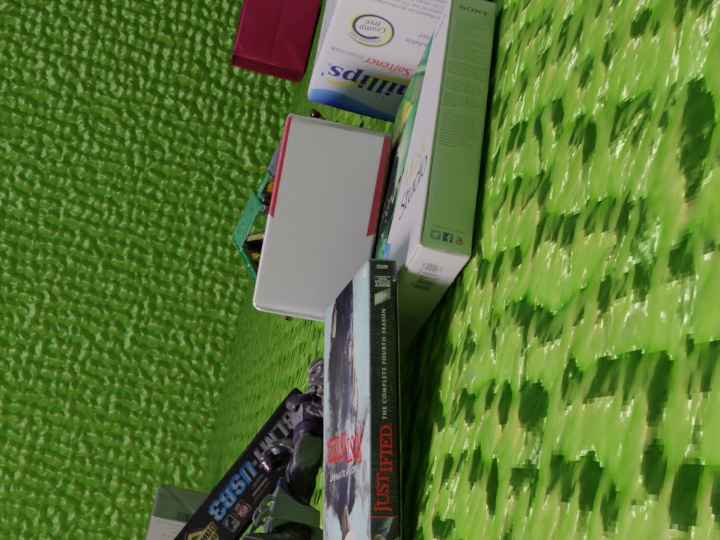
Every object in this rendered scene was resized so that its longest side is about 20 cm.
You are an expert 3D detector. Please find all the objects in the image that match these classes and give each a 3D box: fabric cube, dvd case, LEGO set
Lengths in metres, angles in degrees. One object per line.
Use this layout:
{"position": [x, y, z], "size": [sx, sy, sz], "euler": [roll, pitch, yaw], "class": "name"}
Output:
{"position": [-0.227, -0.626, 2.867], "size": [0.196, 0.199, 0.200], "euler": [-161, 84, -80], "class": "fabric cube"}
{"position": [-0.001, 0.107, 0.683], "size": [0.146, 0.022, 0.201], "euler": [132, 139, -72], "class": "dvd case"}
{"position": [-0.034, -0.050, 1.084], "size": [0.154, 0.115, 0.201], "euler": [44, 115, 53], "class": "LEGO set"}

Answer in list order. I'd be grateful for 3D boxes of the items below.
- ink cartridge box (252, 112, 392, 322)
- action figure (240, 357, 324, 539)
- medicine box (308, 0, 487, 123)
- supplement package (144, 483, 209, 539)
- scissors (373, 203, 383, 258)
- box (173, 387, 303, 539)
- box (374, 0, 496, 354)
{"position": [-0.032, -0.033, 0.880], "size": [0.200, 0.083, 0.146], "euler": [149, 130, -87], "class": "ink cartridge box"}
{"position": [-0.045, 0.147, 0.878], "size": [0.130, 0.069, 0.201], "euler": [106, 176, -48], "class": "action figure"}
{"position": [0.039, -0.246, 0.839], "size": [0.200, 0.102, 0.183], "euler": [116, 165, -56], "class": "medicine box"}
{"position": [-0.364, 0.542, 2.129], "size": [0.120, 0.121, 0.201], "euler": [-100, 25, -69], "class": "supplement package"}
{"position": [0.000, 0.000, 0.991], "size": [0.200, 0.014, 0.073], "euler": [126, 156, -65], "class": "scissors"}
{"position": [-0.120, 0.225, 1.050], "size": [0.200, 0.050, 0.199], "euler": [-51, -5, -26], "class": "box"}
{"position": [0.045, -0.063, 0.729], "size": [0.144, 0.036, 0.201], "euler": [117, 166, -59], "class": "box"}
